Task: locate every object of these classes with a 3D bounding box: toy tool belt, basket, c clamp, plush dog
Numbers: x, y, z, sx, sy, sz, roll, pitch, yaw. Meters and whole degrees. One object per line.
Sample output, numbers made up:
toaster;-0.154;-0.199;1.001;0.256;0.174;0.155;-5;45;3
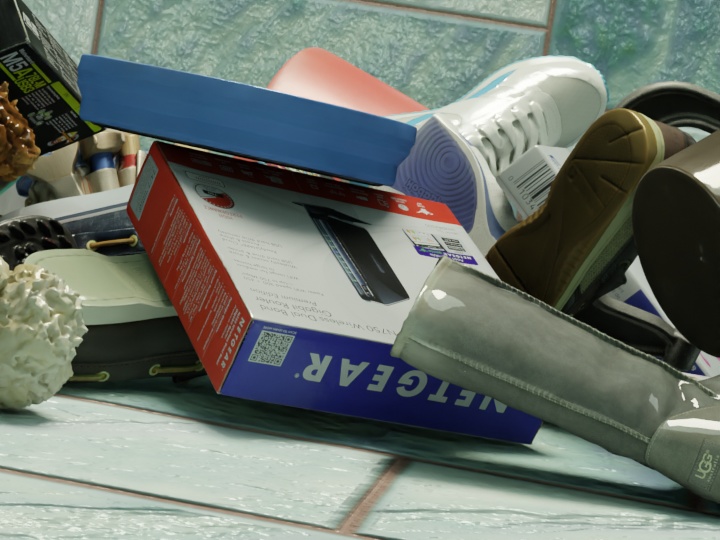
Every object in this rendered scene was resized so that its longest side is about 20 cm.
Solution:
toy tool belt;-0.192;-0.051;1.524;0.199;0.124;0.125;0;-23;-24
basket;0.264;-0.038;1.195;0.199;0.137;0.180;-23;39;-22
c clamp;0.200;-0.012;1.308;0.170;0.201;0.027;17;22;-3
plush dog;-0.237;-0.031;1.017;0.199;0.173;0.160;13;7;32

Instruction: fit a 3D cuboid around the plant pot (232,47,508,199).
plant pot;0.009;-0.048;1.629;0.177;0.201;0.200;20;8;15

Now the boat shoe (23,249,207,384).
boat shoe;-0.109;0.029;1.182;0.200;0.061;0.072;4;31;-42

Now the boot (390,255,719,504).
boot;0.121;0.054;1.106;0.199;0.073;0.182;19;7;9

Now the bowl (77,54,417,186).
bowl;-0.068;-0.085;1.244;0.199;0.040;0.201;12;2;0

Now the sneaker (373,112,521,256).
sneaker;0.092;-0.001;1.431;0.200;0.080;0.115;54;10;17

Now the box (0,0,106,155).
box;-0.279;-0.099;1.381;0.192;0.048;0.200;-24;-14;3

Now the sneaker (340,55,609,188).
sneaker;0.085;-0.087;1.505;0.199;0.077;0.081;-22;27;-5

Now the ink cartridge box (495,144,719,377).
ink cartridge box;0.179;0.002;1.455;0.197;0.043;0.200;53;14;6

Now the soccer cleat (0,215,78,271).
soccer cleat;-0.265;0.004;1.284;0.199;0.069;0.073;-5;-14;-43

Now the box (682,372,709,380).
box;0.197;0.082;1.269;0.199;0.042;0.039;9;5;5

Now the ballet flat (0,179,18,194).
ballet flat;-0.301;-0.048;1.318;0.199;0.068;0.068;-24;-34;13

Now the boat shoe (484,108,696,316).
boat shoe;0.129;-0.009;1.263;0.065;0.200;0.073;9;45;-33

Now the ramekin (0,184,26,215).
ramekin;-0.279;-0.056;1.645;0.199;0.098;0.200;8;5;-1

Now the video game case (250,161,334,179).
video game case;0.000;0.000;1.377;0.181;0.036;0.200;43;11;7

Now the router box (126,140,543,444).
router box;-0.010;0.011;1.179;0.199;0.049;0.180;11;28;-31

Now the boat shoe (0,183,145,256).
boat shoe;-0.167;0.002;1.388;0.199;0.091;0.071;-16;-27;12
